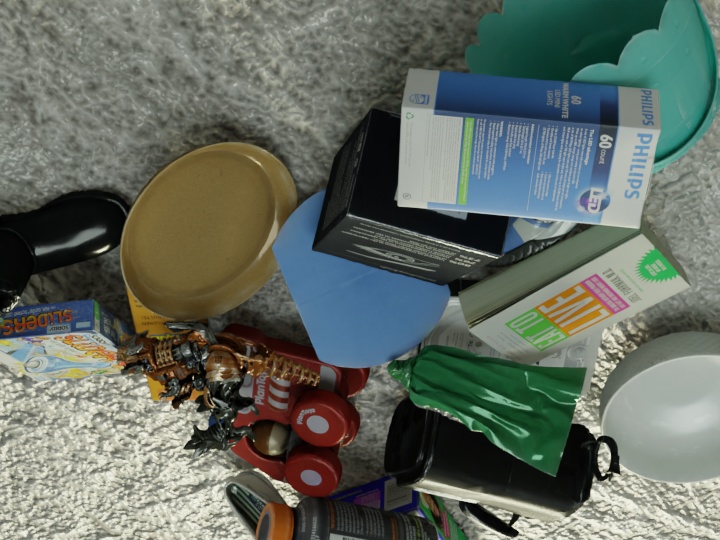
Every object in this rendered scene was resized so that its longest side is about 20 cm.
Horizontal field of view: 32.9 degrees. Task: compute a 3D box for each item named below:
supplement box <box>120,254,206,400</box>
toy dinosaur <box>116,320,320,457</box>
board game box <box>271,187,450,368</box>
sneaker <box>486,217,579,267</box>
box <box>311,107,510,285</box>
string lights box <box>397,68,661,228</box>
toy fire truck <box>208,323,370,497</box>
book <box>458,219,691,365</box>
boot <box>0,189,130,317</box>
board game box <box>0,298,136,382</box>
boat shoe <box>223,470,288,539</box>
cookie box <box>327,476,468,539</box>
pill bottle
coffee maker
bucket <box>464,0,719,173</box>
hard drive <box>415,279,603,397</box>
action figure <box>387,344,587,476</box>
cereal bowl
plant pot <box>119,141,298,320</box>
[{"bbox_3d":[-0.207,0.049,1.325,0.067,0.069,0.200,-3,128,4],"label":"supplement box"},{"bbox_3d":[-0.150,0.113,1.267,0.200,0.102,0.136,13,123,20],"label":"toy dinosaur"},{"bbox_3d":[0.000,0.000,1.285,0.158,0.039,0.200,-25,107,-8],"label":"board game box"},{"bbox_3d":[0.194,-0.073,1.234,0.200,0.076,0.077,-36,93,27],"label":"sneaker"},{"bbox_3d":[0.048,-0.063,1.148,0.148,0.104,0.200,15,170,-10],"label":"box"},{"bbox_3d":[0.133,-0.098,0.984,0.200,0.059,0.103,6,133,5],"label":"string lights box"},{"bbox_3d":[-0.088,0.158,1.384,0.168,0.112,0.200,15,126,7],"label":"toy fire truck"},{"bbox_3d":[0.221,0.023,1.253,0.200,0.048,0.134,-30,140,22],"label":"book"},{"bbox_3d":[-0.338,-0.009,1.220,0.198,0.162,0.073,-10,114,8],"label":"boot"},{"bbox_3d":[-0.316,0.077,1.299,0.135,0.034,0.200,-6,163,6],"label":"board game box"},{"bbox_3d":[-0.093,0.325,1.464,0.200,0.067,0.074,39,102,16],"label":"boat shoe"},{"bbox_3d":[0.043,0.361,1.547,0.171,0.075,0.200,-23,123,18],"label":"cookie box"},{"bbox_3d":[-0.019,0.318,1.396,0.200,0.106,0.106,15,126,-16],"label":"pill bottle"},{"bbox_3d":[0.150,0.196,1.358,0.200,0.135,0.192,17,139,-19],"label":"coffee maker"},{"bbox_3d":[0.211,-0.177,1.071,0.207,0.207,0.135,-26,126,19],"label":"bucket"},{"bbox_3d":[0.165,0.077,1.357,0.200,0.038,0.140,4,127,-3],"label":"hard drive"},{"bbox_3d":[0.124,0.129,1.276,0.200,0.118,0.055,18,162,7],"label":"action figure"},{"bbox_3d":[0.365,0.143,1.373,0.200,0.083,0.200,0,127,0],"label":"cereal bowl"},{"bbox_3d":[-0.154,-0.042,1.226,0.200,0.027,0.200,-20,130,-27],"label":"plant pot"}]
